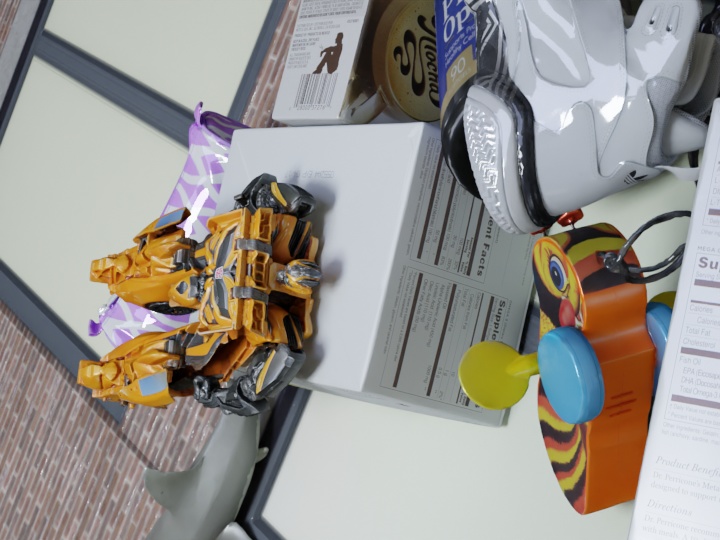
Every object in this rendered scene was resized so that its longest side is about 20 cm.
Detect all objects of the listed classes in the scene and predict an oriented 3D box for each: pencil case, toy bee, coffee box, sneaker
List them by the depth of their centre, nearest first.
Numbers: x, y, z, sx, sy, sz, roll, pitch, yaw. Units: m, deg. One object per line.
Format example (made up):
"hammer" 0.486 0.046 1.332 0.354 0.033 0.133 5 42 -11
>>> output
"sneaker" 0.104 -0.122 0.682 0.115 0.075 0.201 -11 75 22
"toy bee" 0.121 0.020 0.734 0.200 0.131 0.109 -65 36 33
"coffee box" 0.031 -0.176 0.940 0.080 0.113 0.201 7 82 53
"pencil case" -0.127 -0.020 1.106 0.200 0.085 0.084 -61 11 13

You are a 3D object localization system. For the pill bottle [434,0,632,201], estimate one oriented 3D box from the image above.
"pill bottle" 0.097 -0.138 0.828 0.112 0.112 0.200 -40 37 37

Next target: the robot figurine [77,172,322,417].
"robot figurine" -0.096 0.020 0.886 0.200 0.058 0.146 -19 63 49

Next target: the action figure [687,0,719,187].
"action figure" 0.194 -0.136 0.725 0.200 0.102 0.119 -58 41 14

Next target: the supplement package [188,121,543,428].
"supplement package" 0.000 0.000 0.911 0.200 0.111 0.156 5 81 54

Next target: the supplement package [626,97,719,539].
"supplement package" 0.196 0.041 0.618 0.109 0.114 0.201 9 84 31

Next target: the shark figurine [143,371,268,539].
"shark figurine" -0.114 0.124 1.033 0.128 0.089 0.215 16 91 52
